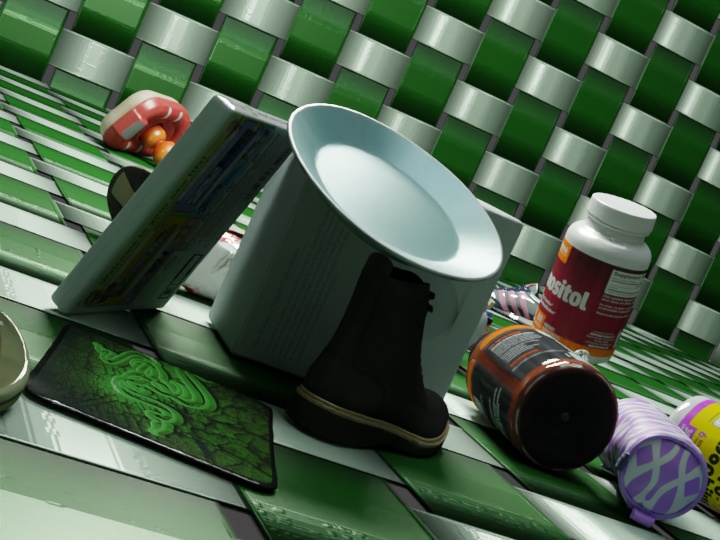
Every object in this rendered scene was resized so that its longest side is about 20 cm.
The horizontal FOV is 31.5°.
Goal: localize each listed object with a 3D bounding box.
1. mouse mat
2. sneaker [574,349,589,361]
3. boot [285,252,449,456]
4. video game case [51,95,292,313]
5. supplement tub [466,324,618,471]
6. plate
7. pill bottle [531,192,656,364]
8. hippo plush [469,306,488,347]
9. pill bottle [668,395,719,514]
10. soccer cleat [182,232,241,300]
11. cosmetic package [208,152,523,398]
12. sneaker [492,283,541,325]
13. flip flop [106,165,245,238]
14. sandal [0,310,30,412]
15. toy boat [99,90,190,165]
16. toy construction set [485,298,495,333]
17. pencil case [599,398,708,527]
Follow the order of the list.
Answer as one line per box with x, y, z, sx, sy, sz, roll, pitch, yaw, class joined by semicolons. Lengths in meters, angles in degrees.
-0.129;0.083;0.828;0.161;0.008;0.200;23;5;-8;mouse mat
0.242;0.135;1.444;0.077;0.089;0.200;18;9;-45;sneaker
0.038;0.067;0.995;0.077;0.139;0.200;27;6;27;boot
-0.139;-0.047;1.016;0.022;0.200;0.182;43;10;11;video game case
0.167;0.114;1.245;0.107;0.107;0.200;22;7;-16;supplement tub
0.024;-0.056;0.987;0.200;0.026;0.200;29;27;-17;plate
0.301;0.008;1.626;0.113;0.200;0.113;17;17;-5;pill bottle
0.089;0.044;1.588;0.200;0.159;0.161;6;44;-23;hippo plush
0.413;0.217;1.326;0.200;0.104;0.104;28;7;40;pill bottle
-0.103;0.013;1.269;0.200;0.069;0.085;25;0;-42;soccer cleat
0.000;0.000;1.133;0.200;0.200;0.123;22;7;-22;cosmetic package
0.303;0.052;2.451;0.200;0.082;0.070;26;6;15;sneaker
-0.183;-0.044;1.377;0.200;0.081;0.058;27;10;-11;flip flop
-0.212;0.038;0.645;0.080;0.057;0.201;24;6;-3;sandal
-0.371;-0.239;2.306;0.131;0.130;0.200;56;12;8;toy boat
0.112;0.045;1.773;0.200;0.092;0.131;7;15;-35;toy construction set
0.270;0.177;1.200;0.084;0.086;0.200;20;6;4;pencil case
